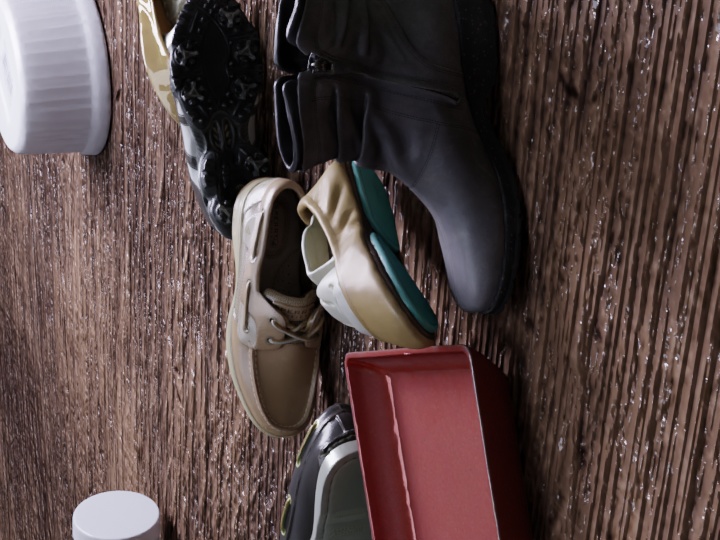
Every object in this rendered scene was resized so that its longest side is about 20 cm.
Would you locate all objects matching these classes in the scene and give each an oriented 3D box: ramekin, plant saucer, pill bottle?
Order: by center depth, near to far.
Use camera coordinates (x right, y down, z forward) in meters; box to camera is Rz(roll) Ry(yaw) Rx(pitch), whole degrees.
[{"bbox_3d":[0.056,0.146,1.023,0.199,0.036,0.201,169,93,-68],"label":"plant saucer"},{"bbox_3d":[-0.266,0.352,1.766,0.116,0.116,0.201,-136,43,-55],"label":"pill bottle"},{"bbox_3d":[-0.350,-0.223,1.772,0.200,0.097,0.202,171,90,-68],"label":"ramekin"}]

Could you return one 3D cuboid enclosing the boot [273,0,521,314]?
[{"bbox_3d":[0.015,-0.066,0.916,0.070,0.131,0.201,170,91,-67],"label":"boot"}]

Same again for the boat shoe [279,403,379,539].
[{"bbox_3d":[-0.024,0.189,1.193,0.061,0.071,0.202,-119,36,-47],"label":"boat shoe"}]

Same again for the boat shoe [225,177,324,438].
[{"bbox_3d":[-0.062,0.030,1.215,0.064,0.071,0.201,-173,76,-67],"label":"boat shoe"}]

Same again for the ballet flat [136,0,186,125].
[{"bbox_3d":[-0.154,-0.213,1.357,0.063,0.068,0.201,-44,58,47],"label":"ballet flat"}]

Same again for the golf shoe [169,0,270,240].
[{"bbox_3d":[-0.118,-0.120,1.286,0.094,0.077,0.201,154,110,-72],"label":"golf shoe"}]

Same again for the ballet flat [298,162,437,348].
[{"bbox_3d":[0.000,0.000,1.004,0.069,0.063,0.200,49,-168,-29],"label":"ballet flat"}]
